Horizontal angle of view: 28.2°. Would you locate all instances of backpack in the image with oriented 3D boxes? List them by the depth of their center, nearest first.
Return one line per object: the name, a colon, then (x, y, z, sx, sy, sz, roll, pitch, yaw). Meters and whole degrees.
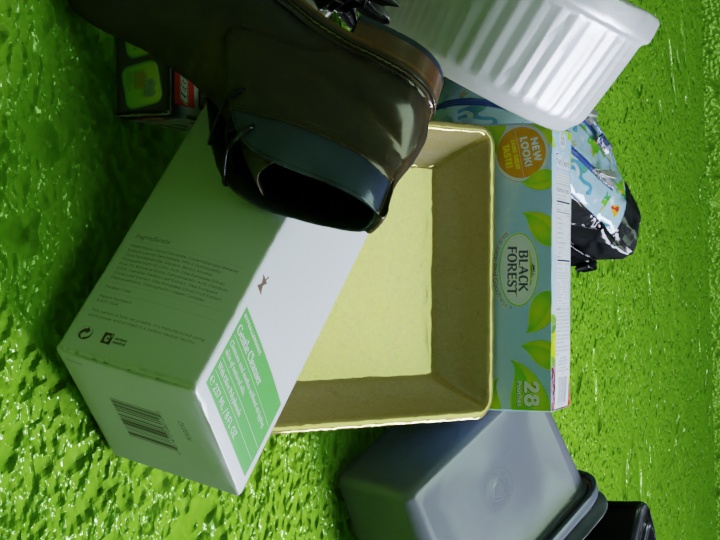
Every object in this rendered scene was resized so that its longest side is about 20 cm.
backpack: (0.132, -0.094, 1.231, 0.199, 0.162, 0.155, 22, 74, -44)

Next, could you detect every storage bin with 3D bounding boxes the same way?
storage bin: (0.072, 0.168, 1.094, 0.200, 0.145, 0.135, -38, 118, -33)

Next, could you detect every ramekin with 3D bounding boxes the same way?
ramekin: (0.089, -0.170, 0.943, 0.095, 0.202, 0.202, -61, 163, 14)

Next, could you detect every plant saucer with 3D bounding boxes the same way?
plant saucer: (0.000, 0.000, 0.944, 0.199, 0.048, 0.202, 1, 90, -37)

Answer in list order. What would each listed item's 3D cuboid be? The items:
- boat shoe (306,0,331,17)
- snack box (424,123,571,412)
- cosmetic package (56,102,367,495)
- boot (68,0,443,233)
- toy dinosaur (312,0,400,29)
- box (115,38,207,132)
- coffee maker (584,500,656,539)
boat shoe: (-0.024, -0.238, 0.945, 0.060, 0.071, 0.202, 110, -7, -74)
snack box: (0.066, -0.002, 1.035, 0.068, 0.167, 0.202, -1, 92, -69)
cosmetic package: (-0.068, 0.000, 0.762, 0.108, 0.084, 0.201, 75, 36, -52)
boot: (-0.060, -0.090, 0.701, 0.075, 0.198, 0.098, 115, -9, -57)
toy dinosaur: (-0.049, -0.192, 0.791, 0.199, 0.102, 0.137, 10, 64, -40)
box: (-0.095, -0.182, 0.807, 0.110, 0.034, 0.202, 2, 88, -68)
coffee maker: (0.145, 0.238, 1.195, 0.135, 0.198, 0.194, 52, 43, -58)
